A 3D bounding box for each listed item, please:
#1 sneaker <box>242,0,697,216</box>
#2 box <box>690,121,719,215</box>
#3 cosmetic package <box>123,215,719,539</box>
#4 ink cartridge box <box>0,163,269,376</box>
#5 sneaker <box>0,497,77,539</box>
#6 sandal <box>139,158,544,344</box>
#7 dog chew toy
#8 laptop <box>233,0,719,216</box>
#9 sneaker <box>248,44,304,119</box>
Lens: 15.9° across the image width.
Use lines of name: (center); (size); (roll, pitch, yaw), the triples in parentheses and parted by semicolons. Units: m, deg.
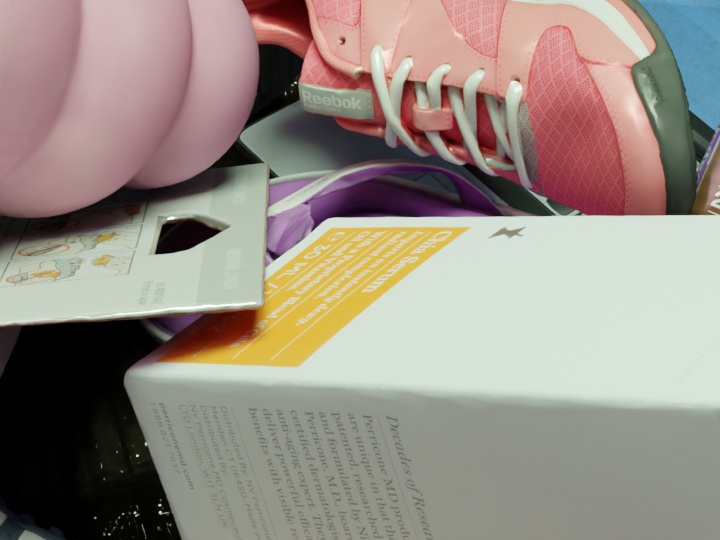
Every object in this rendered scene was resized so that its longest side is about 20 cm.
sneaker: (0.029, -0.057, 0.814); (0.087, 0.074, 0.200); (-24, 38, -20)
box: (0.198, 0.003, 0.794); (0.200, 0.039, 0.137); (24, 85, 6)
cosmetic package: (0.046, 0.037, 0.691); (0.200, 0.071, 0.101); (1, 28, 40)
ink cartridge box: (-0.115, 0.011, 0.790); (0.176, 0.045, 0.200); (-2, 13, -1)
sneaker: (-0.093, 0.104, 0.776); (0.084, 0.075, 0.200); (-23, 59, -25)
sandal: (0.003, -0.006, 0.822); (0.202, 0.050, 0.083); (5, 55, 38)
dog chew toy: (-0.110, -0.070, 0.790); (0.200, 0.125, 0.125); (8, 35, -49)
laptop: (0.091, -0.070, 0.868); (0.200, 0.116, 0.187); (-30, 56, -26)
sneaker: (-0.114, -0.103, 0.931); (0.199, 0.078, 0.090); (6, 50, 8)
